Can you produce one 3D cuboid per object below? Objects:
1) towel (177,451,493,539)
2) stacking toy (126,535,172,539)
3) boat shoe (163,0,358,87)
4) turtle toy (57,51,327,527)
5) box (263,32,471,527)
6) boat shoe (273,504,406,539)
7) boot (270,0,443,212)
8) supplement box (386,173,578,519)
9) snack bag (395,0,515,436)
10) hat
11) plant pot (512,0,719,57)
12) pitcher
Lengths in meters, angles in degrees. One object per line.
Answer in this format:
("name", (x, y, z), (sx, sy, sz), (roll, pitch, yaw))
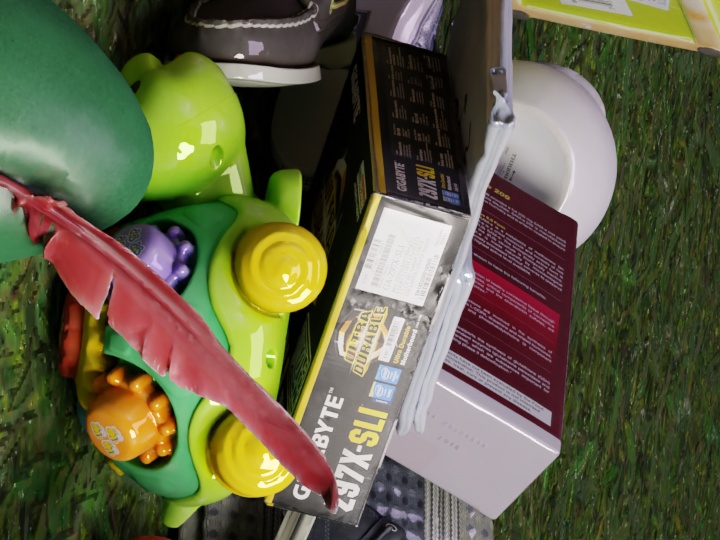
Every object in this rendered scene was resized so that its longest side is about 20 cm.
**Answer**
("towel", (-0.013, 0.177, 1.392), (0.192, 0.035, 0.200), (17, 65, -38))
("stacking toy", (-0.103, 0.208, 1.233), (0.085, 0.085, 0.200), (66, 31, -58))
("boat shoe", (-0.044, -0.121, 1.316), (0.201, 0.072, 0.061), (-42, 139, -76))
("turtle toy", (-0.074, 0.009, 1.206), (0.146, 0.101, 0.200), (-178, -85, -81))
("box", (0.000, 0.000, 1.309), (0.200, 0.049, 0.160), (-93, -161, -65))
("boat shoe", (-0.030, 0.182, 1.295), (0.075, 0.062, 0.200), (109, 4, -53))
("boot", (0.004, -0.117, 1.486), (0.090, 0.073, 0.200), (75, 35, -64))
("supplement box", (0.050, 0.023, 1.482), (0.061, 0.109, 0.200), (-49, -163, 34))
("snack bag", (0.047, -0.053, 1.343), (0.189, 0.021, 0.200), (-86, -171, -50))
("hat", (-0.087, -0.047, 1.022), (0.200, 0.176, 0.166), (75, 27, -49))
("plant pot", (0.149, -0.234, 1.569), (0.200, 0.199, 0.182), (47, 59, -68))
("pitcher", (0.083, -0.041, 1.690), (0.200, 0.121, 0.172), (-36, 146, -81))
